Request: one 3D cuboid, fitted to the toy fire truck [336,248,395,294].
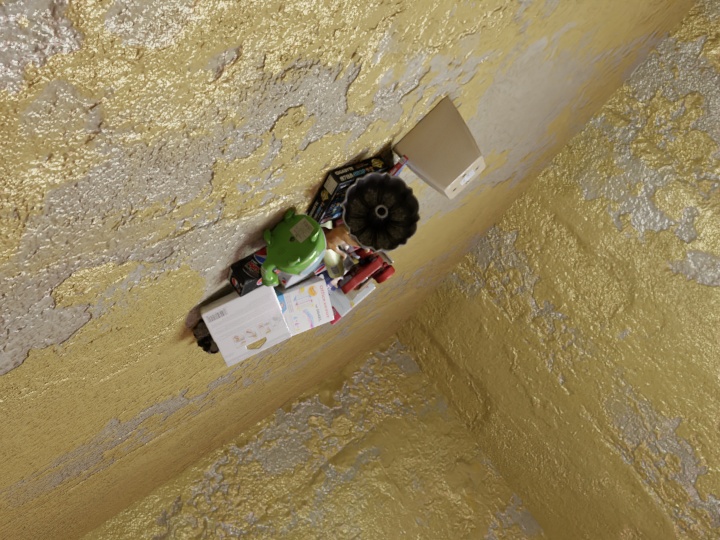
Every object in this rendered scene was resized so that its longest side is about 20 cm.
[{"bbox_3d":[0.000,0.000,1.758,0.167,0.113,0.200,-35,-170,-3],"label":"toy fire truck"}]

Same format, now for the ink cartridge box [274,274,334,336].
[{"bbox_3d":[-0.177,0.097,1.741,0.197,0.131,0.125,-20,-164,-22],"label":"ink cartridge box"}]

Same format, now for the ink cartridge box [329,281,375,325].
[{"bbox_3d":[-0.064,0.065,2.050,0.199,0.147,0.083,-40,180,2],"label":"ink cartridge box"}]

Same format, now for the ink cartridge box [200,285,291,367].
[{"bbox_3d":[-0.304,0.139,1.590,0.197,0.045,0.179,-24,118,-11],"label":"ink cartridge box"}]

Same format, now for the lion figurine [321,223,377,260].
[{"bbox_3d":[-0.057,-0.088,1.554,0.198,0.122,0.074,-23,-141,46],"label":"lion figurine"}]

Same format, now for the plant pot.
[{"bbox_3d":[0.235,-0.315,1.633,0.199,0.178,0.199,-41,166,10],"label":"plant pot"}]

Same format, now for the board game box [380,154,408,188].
[{"bbox_3d":[0.081,-0.252,1.619,0.103,0.019,0.200,-48,-179,-3],"label":"board game box"}]

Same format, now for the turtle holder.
[{"bbox_3d":[-0.160,-0.039,1.460,0.132,0.138,0.189,61,46,-63],"label":"turtle holder"}]

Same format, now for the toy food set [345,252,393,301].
[{"bbox_3d":[-0.005,-0.017,1.961,0.199,0.144,0.060,-42,-177,11],"label":"toy food set"}]

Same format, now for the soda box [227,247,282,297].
[{"bbox_3d":[-0.243,-0.014,1.537,0.198,0.064,0.071,-32,164,-33],"label":"soda box"}]

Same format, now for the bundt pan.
[{"bbox_3d":[0.046,-0.136,1.471,0.200,0.203,0.076,-36,175,-13],"label":"bundt pan"}]

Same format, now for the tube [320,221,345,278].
[{"bbox_3d":[-0.091,-0.068,1.677,0.059,0.051,0.202,-73,154,-43],"label":"tube"}]

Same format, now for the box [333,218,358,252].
[{"bbox_3d":[0.028,-0.136,1.689,0.197,0.097,0.100,-27,-175,-6],"label":"box"}]

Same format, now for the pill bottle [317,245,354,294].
[{"bbox_3d":[-0.114,0.019,1.873,0.199,0.112,0.111,-41,166,4],"label":"pill bottle"}]

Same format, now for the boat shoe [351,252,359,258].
[{"bbox_3d":[0.033,-0.132,1.885,0.201,0.073,0.065,-54,133,-10],"label":"boat shoe"}]

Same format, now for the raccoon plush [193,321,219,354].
[{"bbox_3d":[-0.377,0.158,1.672,0.200,0.097,0.134,-43,173,10],"label":"raccoon plush"}]

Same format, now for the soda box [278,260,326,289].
[{"bbox_3d":[-0.159,-0.020,1.725,0.198,0.068,0.064,-26,161,-46],"label":"soda box"}]

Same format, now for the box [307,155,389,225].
[{"bbox_3d":[-0.030,-0.208,1.536,0.198,0.046,0.160,-28,161,-42],"label":"box"}]
